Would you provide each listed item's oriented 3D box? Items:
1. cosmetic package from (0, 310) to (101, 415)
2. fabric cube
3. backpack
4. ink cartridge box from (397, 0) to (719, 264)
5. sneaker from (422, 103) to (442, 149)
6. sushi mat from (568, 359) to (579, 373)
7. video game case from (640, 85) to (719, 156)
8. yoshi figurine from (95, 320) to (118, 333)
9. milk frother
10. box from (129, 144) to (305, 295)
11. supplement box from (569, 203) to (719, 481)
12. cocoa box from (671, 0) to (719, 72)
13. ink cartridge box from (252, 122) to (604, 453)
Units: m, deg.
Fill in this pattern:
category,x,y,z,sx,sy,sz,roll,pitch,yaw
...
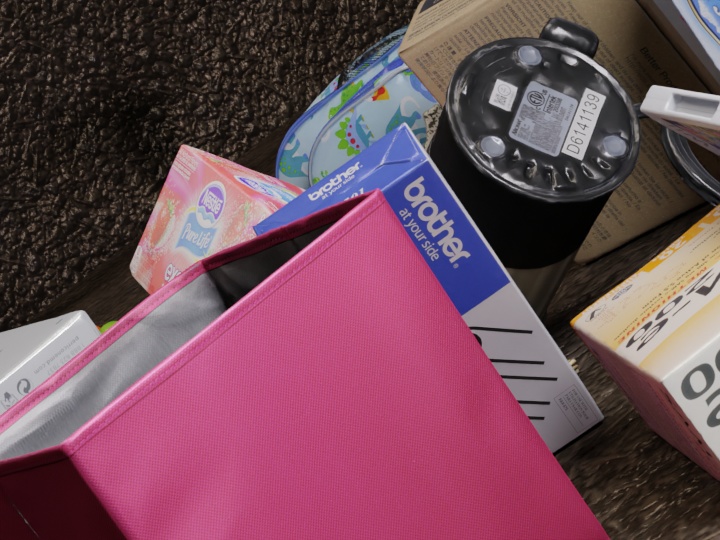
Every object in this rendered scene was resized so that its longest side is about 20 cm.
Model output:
category,x,y,z,sx,sy,sz,roll,pitch,yaw
cosmetic package,-0.171,0.144,1.428,0.123,0.200,0.199,-41,10,-22
fabric cube,-0.046,0.111,1.151,0.196,0.200,0.200,-40,11,-28
backpack,0.039,-0.079,1.885,0.200,0.183,0.147,-35,4,30
ink cartridge box,0.151,-0.123,1.625,0.165,0.200,0.075,-28,23,33
sneaker,0.040,-0.045,1.776,0.077,0.089,0.200,-36,-14,-52
sushi mat,0.034,0.117,1.422,0.200,0.012,0.096,-39,9,-27
video game case,0.221,-0.046,1.214,0.018,0.143,0.200,-62,9,3
yoshi figurine,-0.093,0.096,1.511,0.112,0.200,0.113,5,74,36
milk frother,0.133,-0.030,1.508,0.181,0.200,0.188,-46,-12,-34
box,-0.060,-0.001,1.548,0.095,0.102,0.200,-68,23,7
supplement box,0.183,0.025,1.157,0.126,0.074,0.200,-38,9,-2
cocoa box,0.268,-0.170,1.469,0.131,0.200,0.133,-31,10,26
ink cartridge box,0.038,0.028,1.285,0.094,0.200,0.044,-34,34,3
